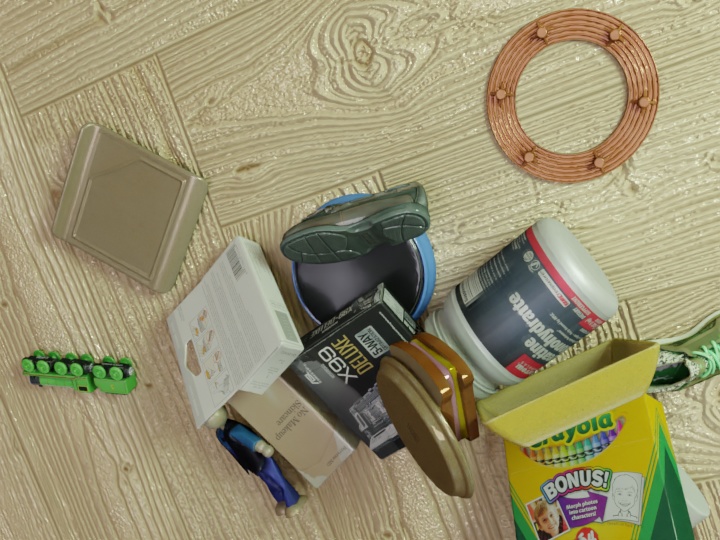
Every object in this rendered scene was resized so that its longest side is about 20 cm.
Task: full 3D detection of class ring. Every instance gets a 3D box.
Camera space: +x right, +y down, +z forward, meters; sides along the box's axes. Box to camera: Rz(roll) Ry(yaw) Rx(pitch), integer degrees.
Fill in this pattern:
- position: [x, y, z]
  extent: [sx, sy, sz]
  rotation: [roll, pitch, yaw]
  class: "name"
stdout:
- position: [0.247, -0.203, 0.883]
  extent: [0.198, 0.019, 0.203]
  rotation: [4, 104, 15]
  class: "ring"

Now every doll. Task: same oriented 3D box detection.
- position: [-0.155, 0.265, 1.075]
  extent: [0.201, 0.048, 0.136]
  rotation: [52, 151, -8]
  class: "doll"

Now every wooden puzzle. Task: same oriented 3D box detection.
- position: [-0.331, -0.089, 1.077]
  extent: [0.198, 0.037, 0.187]
  rotation: [26, 109, 4]
  class: "wooden puzzle"

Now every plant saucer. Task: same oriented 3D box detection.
- position: [0.232, 0.141, 0.851]
  extent: [0.198, 0.200, 0.049]
  rotation: [-25, 83, 4]
  class: "plant saucer"

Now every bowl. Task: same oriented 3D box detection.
- position: [0.000, 0.000, 0.995]
  extent: [0.198, 0.039, 0.203]
  rotation: [4, 104, 16]
  class: "bowl"

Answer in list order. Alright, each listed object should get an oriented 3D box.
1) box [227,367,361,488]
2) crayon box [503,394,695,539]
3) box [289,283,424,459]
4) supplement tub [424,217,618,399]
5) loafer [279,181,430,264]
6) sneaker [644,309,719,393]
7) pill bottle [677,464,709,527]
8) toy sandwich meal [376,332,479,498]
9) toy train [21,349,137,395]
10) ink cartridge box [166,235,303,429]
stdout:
- position: [-0.094, 0.193, 1.049]
  extent: [0.200, 0.078, 0.095]
  rotation: [42, 110, 3]
  class: "box"
- position: [0.274, 0.258, 0.891]
  extent: [0.199, 0.058, 0.174]
  rotation: [-27, 53, 36]
  class: "crayon box"
- position: [0.027, 0.136, 0.977]
  extent: [0.157, 0.050, 0.200]
  rotation: [-33, 111, 21]
  class: "box"
- position: [0.190, 0.047, 0.896]
  extent: [0.200, 0.140, 0.141]
  rotation: [-41, 90, 21]
  class: "supplement tub"
- position: [-0.007, -0.059, 0.938]
  extent: [0.198, 0.063, 0.072]
  rotation: [-12, 142, 20]
  class: "loafer"
- position: [0.399, 0.106, 0.876]
  extent: [0.199, 0.089, 0.077]
  rotation: [-27, 95, 20]
  class: "sneaker"
- position: [0.324, 0.321, 0.938]
  extent: [0.113, 0.113, 0.200]
  rotation: [44, 111, 2]
  class: "pill bottle"
- position: [0.087, 0.166, 0.869]
  extent: [0.070, 0.205, 0.207]
  rotation: [-29, 95, -15]
  class: "toy sandwich meal"
- position: [-0.438, 0.161, 1.166]
  extent: [0.198, 0.042, 0.057]
  rotation: [2, 114, 16]
  class: "toy train"
- position: [-0.174, 0.083, 1.004]
  extent: [0.176, 0.045, 0.201]
  rotation: [-46, 48, 20]
  class: "ink cartridge box"
